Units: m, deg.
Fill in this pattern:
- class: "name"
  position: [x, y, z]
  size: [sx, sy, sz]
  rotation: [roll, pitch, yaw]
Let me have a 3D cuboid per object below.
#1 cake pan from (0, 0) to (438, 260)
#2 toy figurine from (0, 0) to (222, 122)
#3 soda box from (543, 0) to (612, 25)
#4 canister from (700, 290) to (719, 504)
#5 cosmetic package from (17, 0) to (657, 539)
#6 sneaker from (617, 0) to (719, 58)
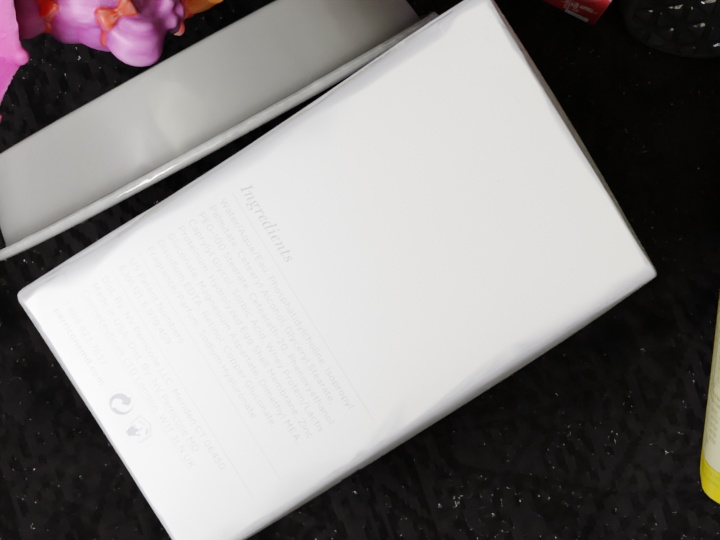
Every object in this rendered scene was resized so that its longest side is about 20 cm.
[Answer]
- class: "cake pan"
  position: [-0.064, -0.067, 0.803]
  size: [0.199, 0.200, 0.037]
  rotation: [-28, 96, 6]
- class: "toy figurine"
  position: [-0.110, -0.127, 0.789]
  size: [0.198, 0.185, 0.151]
  rotation: [16, 135, 0]
- class: "soda box"
  position: [0.083, -0.143, 0.788]
  size: [0.063, 0.200, 0.070]
  rotation: [28, 96, 1]
- class: "canister"
  position: [0.216, 0.000, 0.829]
  size: [0.147, 0.087, 0.202]
  rotation: [5, 105, 6]
- class: "cosmetic package"
  position: [0.000, 0.000, 0.804]
  size: [0.199, 0.199, 0.123]
  rotation: [-34, 90, 6]
- class: "sneaker"
  position: [0.180, -0.176, 0.850]
  size: [0.071, 0.083, 0.200]
  rotation: [28, 120, -19]
